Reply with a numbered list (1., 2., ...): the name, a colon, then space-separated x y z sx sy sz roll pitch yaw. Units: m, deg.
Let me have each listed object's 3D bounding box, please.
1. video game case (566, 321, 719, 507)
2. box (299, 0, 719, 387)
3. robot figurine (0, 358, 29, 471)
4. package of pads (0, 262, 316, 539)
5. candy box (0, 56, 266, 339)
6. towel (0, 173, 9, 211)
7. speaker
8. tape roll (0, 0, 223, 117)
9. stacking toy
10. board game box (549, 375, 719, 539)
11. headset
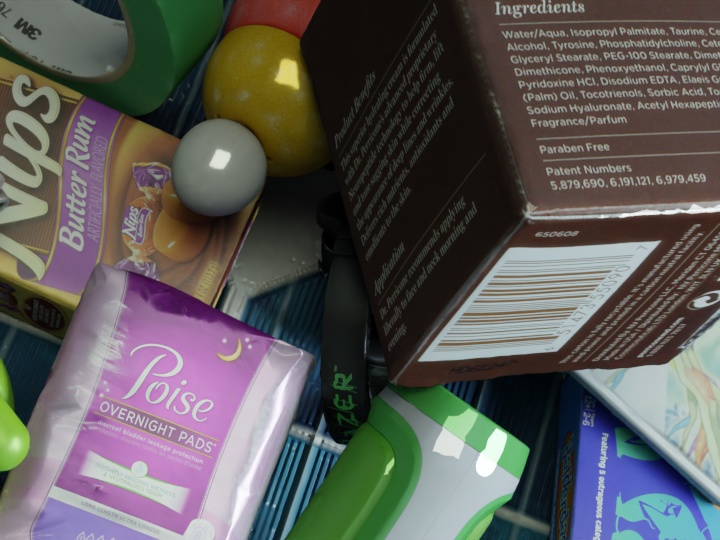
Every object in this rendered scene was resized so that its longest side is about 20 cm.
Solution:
1. video game case: 0.179 -0.007 0.975 0.200 0.022 0.183 41 85 1
2. box: 0.089 -0.074 0.850 0.163 0.166 0.202 -3 64 -23
3. robot figurine: -0.228 0.095 0.837 0.115 0.176 0.201 30 39 -17
4. package of pads: -0.110 0.110 0.876 0.120 0.076 0.202 22 75 -2
5. candy box: -0.164 -0.033 0.975 0.198 0.057 0.117 23 64 -1
6. towel: -0.303 -0.049 0.918 0.199 0.032 0.191 -35 64 -12
7. speaker: -0.002 0.150 0.881 0.088 0.088 0.201 34 88 3
8. tape roll: -0.167 -0.170 0.954 0.200 0.201 0.048 34 62 2
9. stacking toy: -0.040 -0.101 0.971 0.146 0.146 0.200 38 53 5
10. board game box: 0.204 0.145 0.995 0.198 0.045 0.153 12 64 -10
11. headset: 0.000 0.000 0.977 0.093 0.124 0.201 6 48 13
